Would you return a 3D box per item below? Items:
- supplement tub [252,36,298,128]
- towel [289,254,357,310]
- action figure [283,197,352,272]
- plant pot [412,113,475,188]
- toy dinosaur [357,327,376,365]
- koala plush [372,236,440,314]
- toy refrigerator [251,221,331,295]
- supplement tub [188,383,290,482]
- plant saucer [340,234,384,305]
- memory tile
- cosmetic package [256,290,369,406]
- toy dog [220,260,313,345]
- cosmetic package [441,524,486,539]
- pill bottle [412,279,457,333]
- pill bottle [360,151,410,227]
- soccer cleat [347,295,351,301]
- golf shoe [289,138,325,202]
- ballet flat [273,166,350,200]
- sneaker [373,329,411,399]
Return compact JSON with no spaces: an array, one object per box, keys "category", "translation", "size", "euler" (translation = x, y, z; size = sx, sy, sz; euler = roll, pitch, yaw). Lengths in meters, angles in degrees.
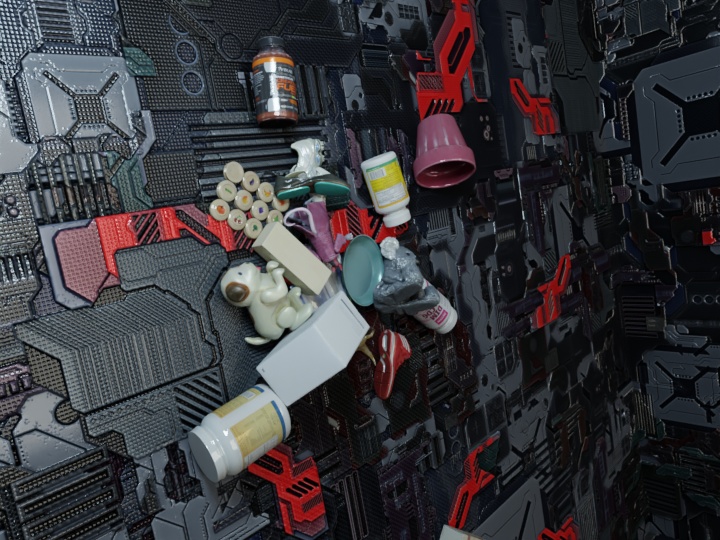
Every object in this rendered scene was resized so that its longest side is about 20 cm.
[{"category":"supplement tub","translation":[-0.214,-0.465,1.291],"size":[0.106,0.106,0.205],"euler":[-8,94,-41]},{"category":"towel","translation":[-0.096,0.060,1.433],"size":[0.199,0.024,0.149],"euler":[-38,114,-36]},{"category":"action figure","translation":[-0.096,-0.086,1.334],"size":[0.132,0.149,0.202],"euler":[-30,97,4]},{"category":"plant pot","translation":[0.257,-0.388,1.671],"size":[0.197,0.198,0.183],"euler":[6,69,-41]},{"category":"toy dinosaur","translation":[-0.006,0.201,1.502],"size":[0.199,0.058,0.102],"euler":[36,82,-48]},{"category":"koala plush","translation":[0.114,0.010,1.520],"size":[0.177,0.181,0.203],"euler":[43,34,-47]},{"category":"toy refrigerator","translation":[-0.173,-0.026,1.315],"size":[0.200,0.069,0.077],"euler":[43,63,-27]},{"category":"supplement tub","translation":[-0.273,0.367,1.183],"size":[0.198,0.143,0.147],"euler":[-27,106,-39]},{"category":"plant saucer","translation":[0.000,0.000,1.496],"size":[0.198,0.035,0.205],"euler":[4,85,-54]},{"category":"memory tile","translation":[-0.269,-0.161,1.290],"size":[0.198,0.017,0.156],"euler":[30,69,-37]},{"category":"cosmetic package","translation":[-0.107,0.181,1.231],"size":[0.124,0.198,0.200],"euler":[51,26,-4]},{"category":"toy dog","translation":[-0.245,0.062,1.246],"size":[0.193,0.140,0.200],"euler":[-42,123,7]},{"category":"cosmetic package","translation":[0.358,0.949,1.768],"size":[0.199,0.086,0.105],"euler":[33,68,-36]},{"category":"pill bottle","translation":[0.216,0.113,1.651],"size":[0.199,0.112,0.115],"euler":[38,65,-34]},{"category":"pill bottle","translation":[0.082,-0.238,1.544],"size":[0.112,0.112,0.203],"euler":[-32,109,-37]},{"category":"soccer cleat","translation":[-0.084,0.156,1.395],"size":[0.080,0.067,0.203],"euler":[27,84,-43]},{"category":"golf shoe","translation":[-0.142,-0.247,1.387],"size":[0.095,0.078,0.205],"euler":[-7,94,-16]},{"category":"ballet flat","translation":[-0.124,-0.227,1.324],"size":[0.195,0.068,0.070],"euler":[-5,71,-9]},{"category":"sneaker","translation":[0.108,0.289,1.575],"size":[0.114,0.078,0.205],"euler":[16,79,-39]}]
